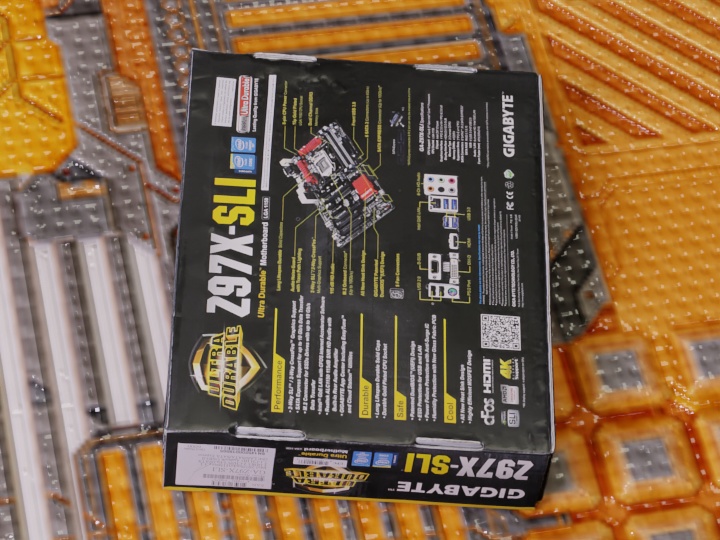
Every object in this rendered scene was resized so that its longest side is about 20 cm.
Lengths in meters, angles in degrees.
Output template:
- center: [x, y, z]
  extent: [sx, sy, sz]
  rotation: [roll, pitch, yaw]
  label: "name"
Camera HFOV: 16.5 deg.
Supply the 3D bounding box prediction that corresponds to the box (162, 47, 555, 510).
- center: [0.000, 0.000, 1.054]
  extent: [0.158, 0.049, 0.201]
  rotation: [2, 55, -3]
  label: "box"
